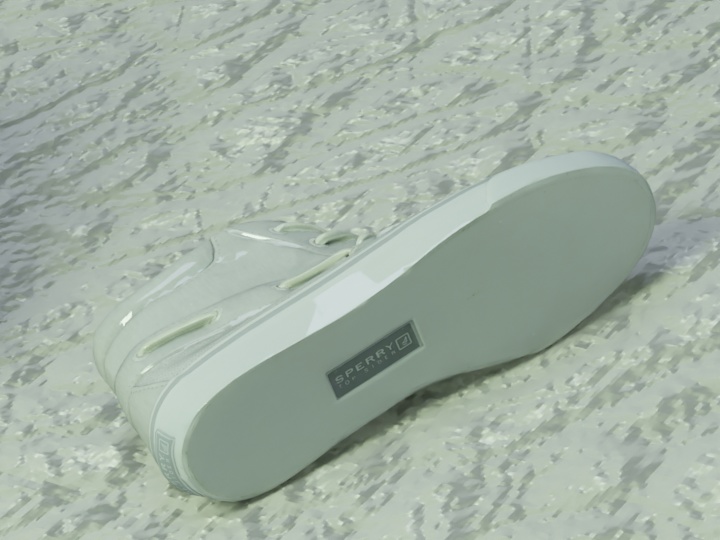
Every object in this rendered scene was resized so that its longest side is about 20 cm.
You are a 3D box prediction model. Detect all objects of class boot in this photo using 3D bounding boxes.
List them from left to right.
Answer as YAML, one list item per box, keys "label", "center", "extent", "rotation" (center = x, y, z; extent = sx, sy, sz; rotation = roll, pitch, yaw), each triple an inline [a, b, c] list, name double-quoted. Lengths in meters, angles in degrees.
- label: "boot"
  center: [0.000, 0.000, 0.890]
  extent: [0.200, 0.074, 0.096]
  rotation: [-27, 38, -15]
